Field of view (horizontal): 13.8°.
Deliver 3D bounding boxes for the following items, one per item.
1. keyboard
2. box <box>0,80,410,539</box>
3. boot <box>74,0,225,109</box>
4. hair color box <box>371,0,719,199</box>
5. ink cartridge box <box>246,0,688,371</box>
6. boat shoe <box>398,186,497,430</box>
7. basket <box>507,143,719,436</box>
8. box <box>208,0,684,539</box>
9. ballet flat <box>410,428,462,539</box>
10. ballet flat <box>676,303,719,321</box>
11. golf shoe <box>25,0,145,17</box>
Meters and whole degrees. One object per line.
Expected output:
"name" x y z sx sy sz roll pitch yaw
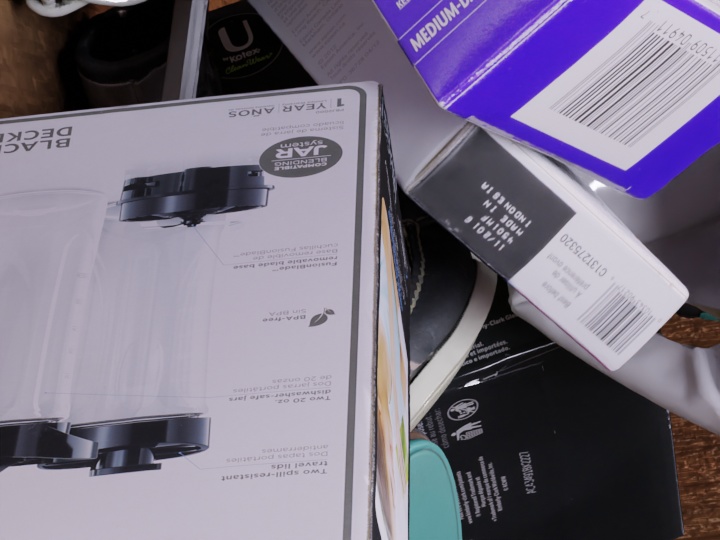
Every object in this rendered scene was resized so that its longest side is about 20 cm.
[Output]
"keyboard" -0.044 -0.102 0.859 0.056 0.011 0.200 118 -20 -62
"box" -0.049 0.036 0.676 0.200 0.117 0.060 -90 172 -57
"boot" -0.058 -0.007 0.895 0.200 0.070 0.132 -112 -171 -68
"hair color box" 0.023 -0.120 0.793 0.109 0.065 0.200 20 35 -55
"ink cartridge box" 0.016 -0.053 0.857 0.095 0.037 0.200 39 10 -35
"boat shoe" 0.000 0.000 0.908 0.068 0.072 0.200 34 21 -12
"basket" 0.130 -0.068 0.878 0.136 0.123 0.200 32 -52 51
"box" 0.023 0.003 1.089 0.149 0.124 0.200 77 -7 -52
"ballet flat" -0.005 0.146 1.005 0.073 0.073 0.200 -71 159 -75
"ballet flat" 0.102 -0.066 1.071 0.068 0.068 0.200 77 -9 -58
"golf shoe" -0.071 -0.106 0.817 0.200 0.077 0.088 -83 169 -65
